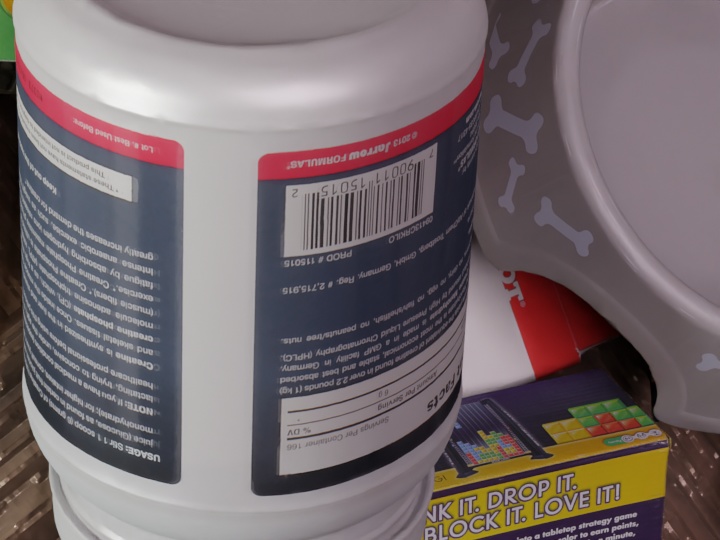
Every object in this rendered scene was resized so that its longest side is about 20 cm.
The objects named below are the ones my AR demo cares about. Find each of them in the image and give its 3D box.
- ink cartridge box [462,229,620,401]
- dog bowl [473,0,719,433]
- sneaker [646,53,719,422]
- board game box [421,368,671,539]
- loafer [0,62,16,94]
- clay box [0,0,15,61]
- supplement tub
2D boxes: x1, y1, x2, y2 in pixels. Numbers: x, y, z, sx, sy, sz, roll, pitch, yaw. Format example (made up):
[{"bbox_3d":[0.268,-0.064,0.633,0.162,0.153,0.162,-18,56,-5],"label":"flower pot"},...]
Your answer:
[{"bbox_3d":[0.000,0.000,1.048,0.199,0.067,0.117,-21,95,-19],"label":"ink cartridge box"},{"bbox_3d":[0.133,-0.046,1.021,0.199,0.059,0.201,9,68,-23],"label":"dog bowl"},{"bbox_3d":[0.127,0.005,1.087,0.084,0.075,0.200,-41,101,-26],"label":"sneaker"},{"bbox_3d":[0.005,0.134,1.015,0.199,0.057,0.166,-10,119,-20],"label":"board game box"},{"bbox_3d":[-0.155,-0.104,0.993,0.199,0.067,0.076,-5,126,-35],"label":"loafer"},{"bbox_3d":[-0.143,-0.155,0.939,0.115,0.048,0.201,1,72,-26],"label":"clay box"},{"bbox_3d":[-0.035,-0.007,0.890,0.140,0.140,0.201,-10,125,-20],"label":"supplement tub"}]
